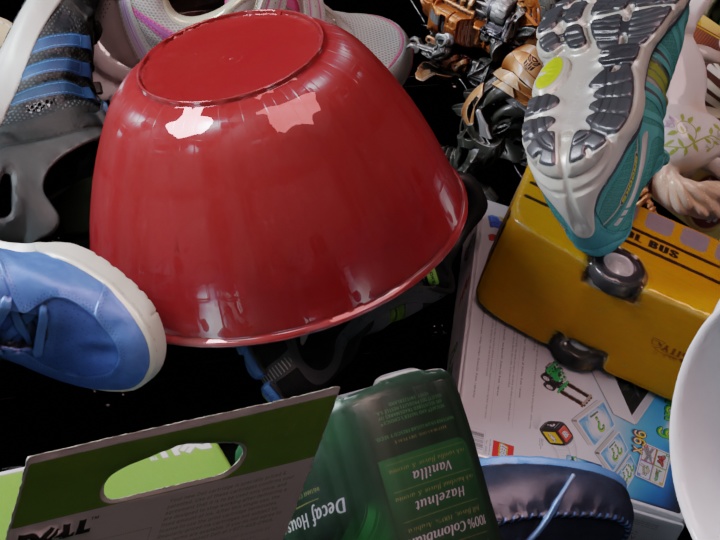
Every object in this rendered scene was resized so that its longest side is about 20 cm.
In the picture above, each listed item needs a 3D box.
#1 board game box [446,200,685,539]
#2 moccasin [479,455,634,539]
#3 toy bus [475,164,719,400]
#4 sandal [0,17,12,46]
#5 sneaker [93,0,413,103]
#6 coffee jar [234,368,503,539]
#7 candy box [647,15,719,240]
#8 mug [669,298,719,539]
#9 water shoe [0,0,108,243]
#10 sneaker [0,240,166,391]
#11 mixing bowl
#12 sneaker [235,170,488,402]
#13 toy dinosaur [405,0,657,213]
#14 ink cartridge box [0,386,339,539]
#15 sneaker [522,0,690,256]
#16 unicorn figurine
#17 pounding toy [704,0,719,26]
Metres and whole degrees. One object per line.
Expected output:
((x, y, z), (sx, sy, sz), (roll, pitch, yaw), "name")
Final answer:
((0.110, 0.053, 1.309), (0.126, 0.035, 0.200), (18, 41, -6), "board game box")
((0.034, 0.137, 1.170), (0.199, 0.081, 0.068), (-6, 52, -9), "moccasin")
((0.163, 0.021, 1.291), (0.199, 0.065, 0.078), (23, 39, 1), "toy bus")
((-0.265, -0.130, 1.315), (0.211, 0.070, 0.078), (-10, 50, -31), "sandal")
((-0.059, -0.135, 1.395), (0.199, 0.088, 0.081), (1, 45, -23), "sneaker")
((0.023, 0.150, 1.070), (0.085, 0.104, 0.201), (-14, 79, -40), "coffee jar")
((0.221, -0.076, 1.480), (0.200, 0.057, 0.117), (36, 44, 18), "candy box")
((0.244, 0.065, 1.164), (0.175, 0.148, 0.200), (1, 32, -33), "mug")
((-0.163, -0.082, 1.312), (0.079, 0.072, 0.200), (26, 53, -5), "water shoe")
((-0.199, 0.022, 1.174), (0.200, 0.077, 0.111), (27, 35, 12), "sneaker")
((-0.053, -0.062, 1.242), (0.199, 0.109, 0.200), (-10, 30, 6), "mixing bowl")
((0.000, 0.000, 1.275), (0.071, 0.083, 0.200), (58, 42, -11), "sneaker")
((0.083, -0.102, 1.378), (0.102, 0.136, 0.200), (-7, 58, -35), "toy dinosaur")
((-0.108, 0.104, 1.035), (0.147, 0.200, 0.076), (-10, 50, -32), "ink cartridge box")
((0.130, -0.087, 1.292), (0.077, 0.080, 0.200), (-3, 38, 26), "sneaker")
((0.174, -0.113, 1.407), (0.137, 0.074, 0.200), (-2, 49, -20), "unicorn figurine")
((0.286, -0.188, 1.560), (0.184, 0.142, 0.200), (28, 41, 7), "pounding toy")
